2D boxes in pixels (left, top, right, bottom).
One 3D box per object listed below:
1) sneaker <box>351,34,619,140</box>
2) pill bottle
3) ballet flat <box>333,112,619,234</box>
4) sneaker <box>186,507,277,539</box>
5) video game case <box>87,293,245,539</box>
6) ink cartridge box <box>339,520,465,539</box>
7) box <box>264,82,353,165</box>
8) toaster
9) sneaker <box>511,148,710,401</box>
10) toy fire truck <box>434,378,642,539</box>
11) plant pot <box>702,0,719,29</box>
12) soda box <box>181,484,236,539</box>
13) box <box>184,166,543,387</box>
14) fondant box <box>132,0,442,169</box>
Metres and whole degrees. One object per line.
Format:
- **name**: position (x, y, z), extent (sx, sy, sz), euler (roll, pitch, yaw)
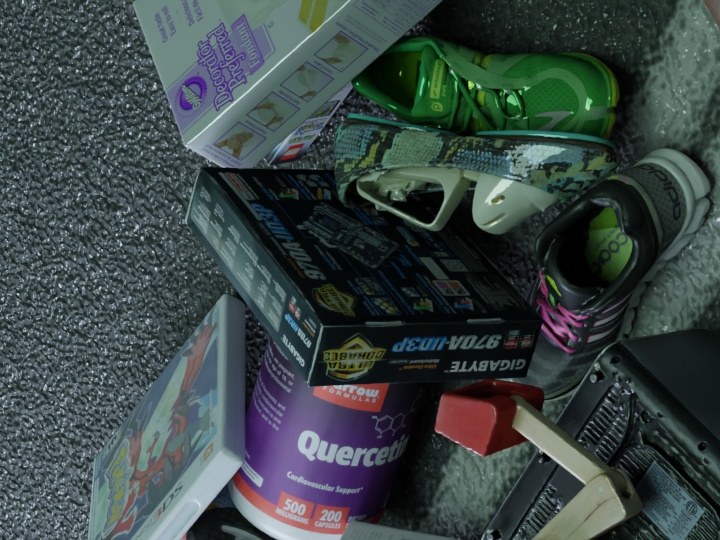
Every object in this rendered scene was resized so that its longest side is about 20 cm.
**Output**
- **sneaker**: position (0.076, -0.108, 1.558), extent (0.200, 0.084, 0.074), euler (11, 103, 39)
- **pill bottle**: position (-0.015, 0.083, 1.664), extent (0.112, 0.112, 0.200), euler (35, 121, 31)
- **ballet flat**: position (0.069, -0.055, 1.527), extent (0.200, 0.074, 0.074), euler (7, 104, 37)
- **sneaker**: position (-0.058, 0.246, 1.722), extent (0.200, 0.074, 0.080), euler (48, 146, -18)
- **video game case**: position (-0.140, 0.134, 1.739), extent (0.182, 0.023, 0.200), euler (-51, 20, 24)
- **ink cartridge box**: position (0.067, 0.239, 1.594), extent (0.200, 0.117, 0.068), euler (8, 130, 23)
- **box**: position (-0.081, -0.184, 1.717), extent (0.200, 0.035, 0.110), euler (53, 129, 20)
- **toaster**: position (0.200, 0.157, 1.483), extent (0.200, 0.119, 0.181), euler (46, 126, 25)
- **sneaker**: position (0.136, 0.008, 1.528), extent (0.074, 0.087, 0.200), euler (50, 128, 22)
- **toy fire truck**: position (0.127, 0.158, 1.435), extent (0.200, 0.049, 0.141), euler (23, 114, 36)
- **plant pot**: position (0.248, -0.205, 1.323), extent (0.200, 0.200, 0.198), euler (-28, 89, 42)
- **soda box**: position (-0.108, 0.247, 1.817), extent (0.068, 0.064, 0.200), euler (-27, 80, 43)
- **box**: position (0.000, 0.000, 1.553), extent (0.200, 0.159, 0.046), euler (49, 132, 48)
- **fondant box**: position (-0.047, -0.180, 1.603), extent (0.200, 0.058, 0.144), euler (-41, 48, 22)
